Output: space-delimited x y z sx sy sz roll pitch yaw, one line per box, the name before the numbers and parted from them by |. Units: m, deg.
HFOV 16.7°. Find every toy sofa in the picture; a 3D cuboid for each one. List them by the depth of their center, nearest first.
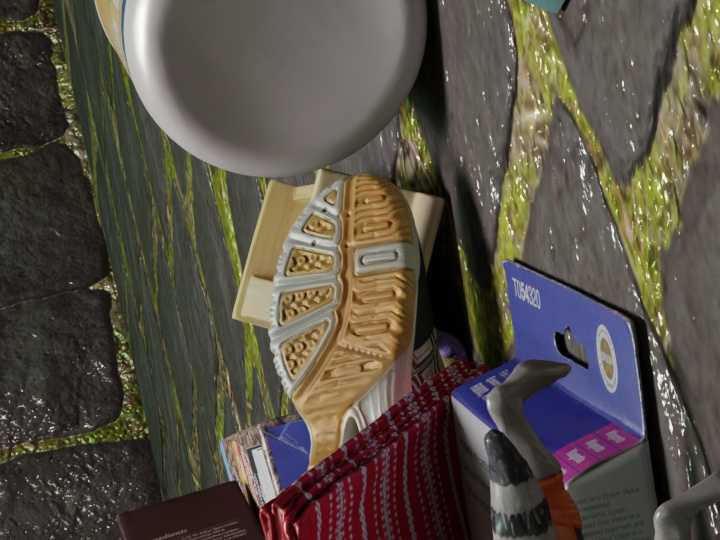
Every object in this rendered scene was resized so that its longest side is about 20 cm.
toy sofa | 0.000 0.000 1.272 0.200 0.097 0.083 179 106 -80

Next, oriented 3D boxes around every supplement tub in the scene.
supplement tub | -0.056 -0.139 1.210 0.200 0.144 0.145 -125 27 -67

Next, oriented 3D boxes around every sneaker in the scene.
sneaker | 0.010 0.057 1.148 0.088 0.075 0.201 7 -101 -61

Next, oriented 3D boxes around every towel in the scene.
towel | 0.023 0.134 1.056 0.200 0.022 0.145 -33 -66 -59

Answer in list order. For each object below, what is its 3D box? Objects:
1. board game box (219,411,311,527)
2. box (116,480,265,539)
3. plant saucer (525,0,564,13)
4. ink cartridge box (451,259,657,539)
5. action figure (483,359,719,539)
board game box | 0.002 0.147 1.276 0.200 0.096 0.160 147 107 -79
box | -0.062 0.196 1.215 0.200 0.075 0.101 -130 26 -63
plant saucer | 0.050 -0.199 0.912 0.070 0.019 0.201 116 144 -74
ink cartridge box | 0.079 0.107 0.991 0.196 0.043 0.201 -148 47 -78
action figure | 0.050 0.133 0.859 0.200 0.104 0.194 23 111 41
